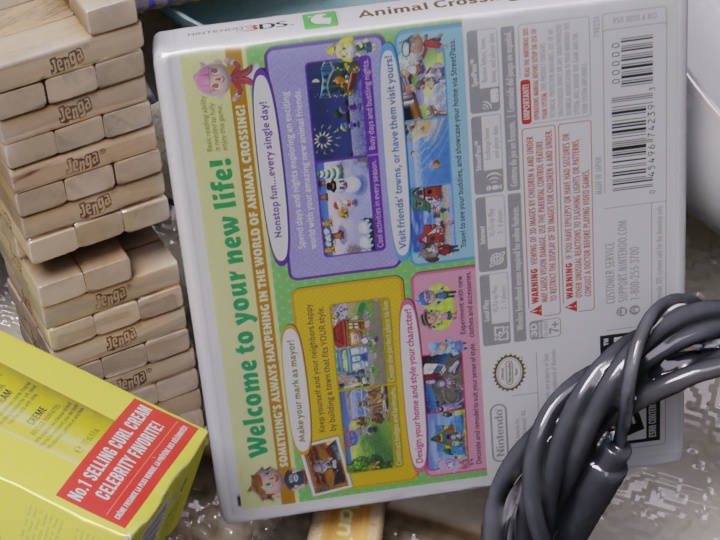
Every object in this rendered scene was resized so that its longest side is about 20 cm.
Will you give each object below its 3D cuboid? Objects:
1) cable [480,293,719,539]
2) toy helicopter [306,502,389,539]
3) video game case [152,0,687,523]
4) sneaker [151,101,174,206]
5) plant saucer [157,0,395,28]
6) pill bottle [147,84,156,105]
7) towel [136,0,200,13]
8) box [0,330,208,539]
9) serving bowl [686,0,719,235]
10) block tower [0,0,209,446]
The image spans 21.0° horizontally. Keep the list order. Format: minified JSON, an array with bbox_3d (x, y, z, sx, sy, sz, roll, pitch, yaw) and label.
[{"bbox_3d":[0.124,0.099,0.738,0.162,0.051,0.201,-17,116,5],"label":"cable"},{"bbox_3d":[-0.002,0.141,0.746,0.132,0.079,0.201,8,62,5],"label":"toy helicopter"},{"bbox_3d":[0.027,-0.004,0.700,0.181,0.201,0.022,-8,32,-4],"label":"video game case"},{"bbox_3d":[0.000,0.001,0.758,0.199,0.112,0.077,9,35,-8],"label":"sneaker"},{"bbox_3d":[-0.011,-0.141,0.802,0.199,0.027,0.201,5,46,-5],"label":"plant saucer"},{"bbox_3d":[-0.167,-0.129,0.782,0.111,0.111,0.201,-30,80,-11],"label":"pill bottle"},{"bbox_3d":[-0.123,-0.156,0.722,0.199,0.023,0.144,-12,72,-30],"label":"towel"},{"bbox_3d":[-0.159,0.048,0.669,0.199,0.050,0.075,26,31,7],"label":"box"},{"bbox_3d":[0.149,-0.081,0.782,0.200,0.066,0.201,28,42,-29],"label":"serving bowl"},{"bbox_3d":[-0.100,-0.015,0.693,0.058,0.201,0.054,-20,41,-19],"label":"block tower"}]
